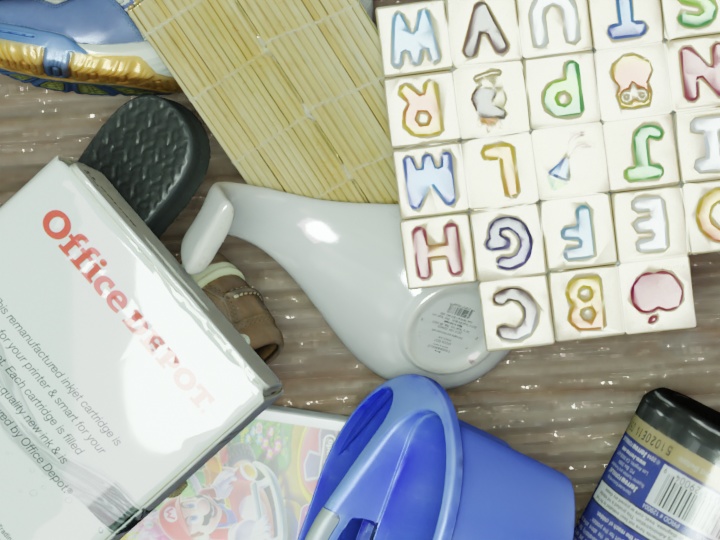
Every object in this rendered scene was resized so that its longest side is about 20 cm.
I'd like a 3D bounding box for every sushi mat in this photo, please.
[{"bbox_3d":[-0.022,-0.076,1.098,0.095,0.012,0.200,-26,124,12],"label":"sushi mat"}]

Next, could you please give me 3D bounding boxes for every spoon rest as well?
[{"bbox_3d":[0.000,0.000,1.116,0.200,0.061,0.100,21,110,-32],"label":"spoon rest"}]

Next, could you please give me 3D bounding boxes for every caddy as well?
[{"bbox_3d":[0.015,0.151,1.099,0.105,0.141,0.201,19,92,-26],"label":"caddy"}]

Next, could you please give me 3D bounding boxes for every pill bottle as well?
[{"bbox_3d":[0.147,0.169,1.126,0.112,0.112,0.201,27,95,-3],"label":"pill bottle"}]

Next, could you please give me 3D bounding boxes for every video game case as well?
[{"bbox_3d":[-0.110,0.132,1.169,0.199,0.018,0.144,9,96,-1],"label":"video game case"}]

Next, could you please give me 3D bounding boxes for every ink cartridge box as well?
[{"bbox_3d":[-0.154,0.066,1.042,0.200,0.083,0.147,-41,87,4],"label":"ink cartridge box"}]

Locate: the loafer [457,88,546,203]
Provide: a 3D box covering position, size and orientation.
[{"bbox_3d":[0.136,-0.068,1.126,0.199,0.070,0.076,1,98,-17],"label":"loafer"}]

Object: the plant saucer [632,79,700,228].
[{"bbox_3d":[0.219,-0.040,1.113,0.199,0.019,0.070,11,96,-28],"label":"plant saucer"}]

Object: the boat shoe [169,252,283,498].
[{"bbox_3d":[-0.118,0.084,1.108,0.075,0.075,0.202,43,95,23],"label":"boat shoe"}]

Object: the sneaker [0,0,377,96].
[{"bbox_3d":[-0.092,-0.132,1.123,0.199,0.075,0.089,0,88,-9],"label":"sneaker"}]

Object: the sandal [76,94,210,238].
[{"bbox_3d":[-0.139,0.002,1.122,0.200,0.048,0.075,-45,62,16],"label":"sandal"}]

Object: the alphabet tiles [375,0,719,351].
[{"bbox_3d":[0.096,-0.067,1.061,0.166,0.006,0.201,-7,94,6],"label":"alphabet tiles"}]
